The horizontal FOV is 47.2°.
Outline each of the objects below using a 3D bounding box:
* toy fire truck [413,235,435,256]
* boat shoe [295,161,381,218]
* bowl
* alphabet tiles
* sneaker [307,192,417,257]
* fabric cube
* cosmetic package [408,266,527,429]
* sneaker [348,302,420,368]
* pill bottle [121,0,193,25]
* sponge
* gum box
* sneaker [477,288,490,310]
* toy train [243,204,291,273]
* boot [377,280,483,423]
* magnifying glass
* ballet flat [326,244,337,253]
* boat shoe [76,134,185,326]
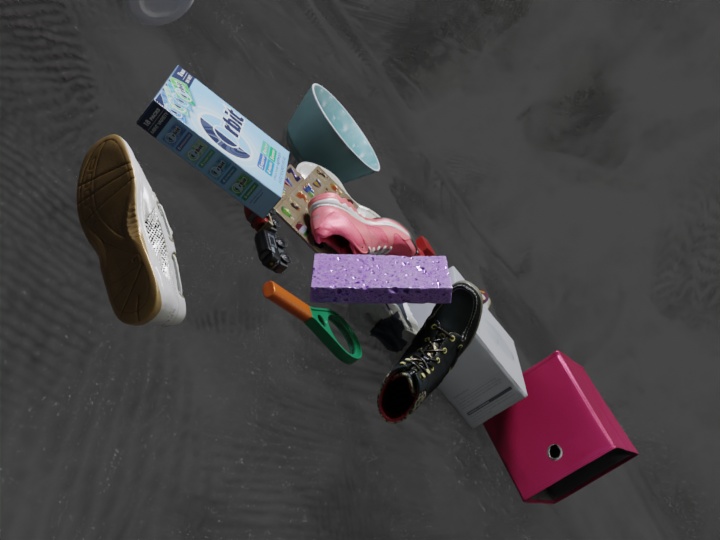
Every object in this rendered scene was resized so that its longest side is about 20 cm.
[{"bbox_3d":[0.125,-0.008,1.723,0.141,0.049,0.200,38,23,-47],"label":"toy fire truck"},{"bbox_3d":[-0.041,-0.107,1.427,0.200,0.060,0.074,36,53,-15],"label":"boat shoe"},{"bbox_3d":[-0.064,-0.238,1.540,0.201,0.105,0.201,50,17,-20],"label":"bowl"},{"bbox_3d":[-0.066,-0.098,1.318,0.167,0.008,0.200,45,30,-8],"label":"alphabet tiles"},{"bbox_3d":[0.001,-0.043,1.285,0.199,0.074,0.087,23,49,-27],"label":"sneaker"},{"bbox_3d":[0.363,0.297,1.532,0.200,0.196,0.200,28,32,-57],"label":"fabric cube"},{"bbox_3d":[0.181,0.133,1.468,0.200,0.123,0.200,51,16,-17],"label":"cosmetic package"},{"bbox_3d":[0.063,0.082,1.308,0.199,0.079,0.130,39,29,-18],"label":"sneaker"},{"bbox_3d":[-0.332,-0.477,1.242,0.112,0.112,0.201,26,33,-60],"label":"pill bottle"},{"bbox_3d":[0.028,0.012,1.184,0.112,0.199,0.030,-87,178,-65],"label":"sponge"},{"bbox_3d":[-0.189,-0.177,1.108,0.200,0.045,0.170,37,22,-18],"label":"gum box"},{"bbox_3d":[0.246,0.062,1.886,0.090,0.075,0.200,57,14,-10],"label":"sneaker"},{"bbox_3d":[-0.139,-0.075,1.135,0.046,0.034,0.200,25,32,-41],"label":"toy train"},{"bbox_3d":[0.100,0.117,1.160,0.073,0.204,0.154,32,17,12],"label":"boot"},{"bbox_3d":[-0.061,0.067,1.099,0.200,0.022,0.080,41,21,-46],"label":"magnifying glass"},{"bbox_3d":[0.000,0.000,1.348,0.200,0.046,0.068,38,24,-38],"label":"ballet flat"},{"bbox_3d":[-0.213,-0.034,0.782,0.069,0.071,0.201,27,41,-61],"label":"boat shoe"}]
